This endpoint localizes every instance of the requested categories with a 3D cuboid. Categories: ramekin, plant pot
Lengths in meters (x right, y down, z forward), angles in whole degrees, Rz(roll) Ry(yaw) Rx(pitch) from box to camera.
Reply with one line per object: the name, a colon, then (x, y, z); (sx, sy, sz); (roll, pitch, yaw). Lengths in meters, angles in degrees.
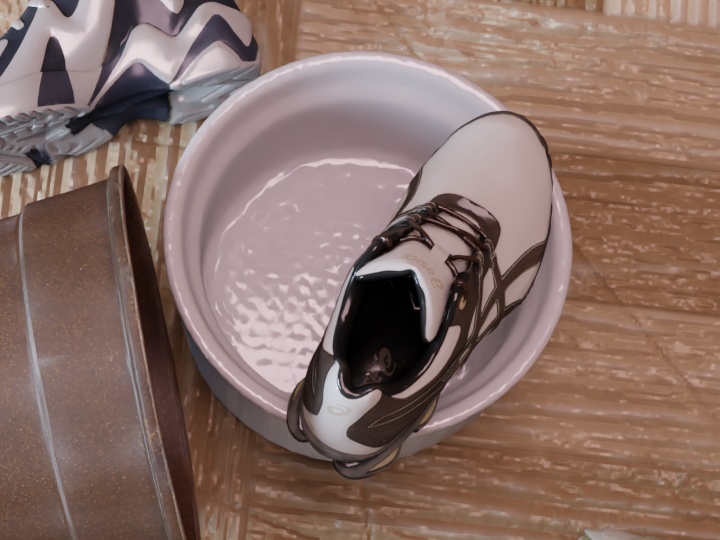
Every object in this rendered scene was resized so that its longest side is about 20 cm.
ramekin: (0.000, 0.000, 1.301); (0.200, 0.098, 0.201); (2, 71, -5)
plant pot: (-0.188, 0.066, 1.217); (0.198, 0.200, 0.201); (-10, 72, -2)

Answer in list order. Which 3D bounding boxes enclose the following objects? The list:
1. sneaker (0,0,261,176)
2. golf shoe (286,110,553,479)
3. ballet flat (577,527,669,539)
sneaker: (-0.161, -0.131, 1.342); (0.199, 0.080, 0.130); (-17, 72, -11)
golf shoe: (0.038, 0.002, 1.204); (0.078, 0.095, 0.200); (26, 69, 5)
ballet flat: (0.100, 0.158, 1.273); (0.199, 0.069, 0.070); (-9, 71, -16)
